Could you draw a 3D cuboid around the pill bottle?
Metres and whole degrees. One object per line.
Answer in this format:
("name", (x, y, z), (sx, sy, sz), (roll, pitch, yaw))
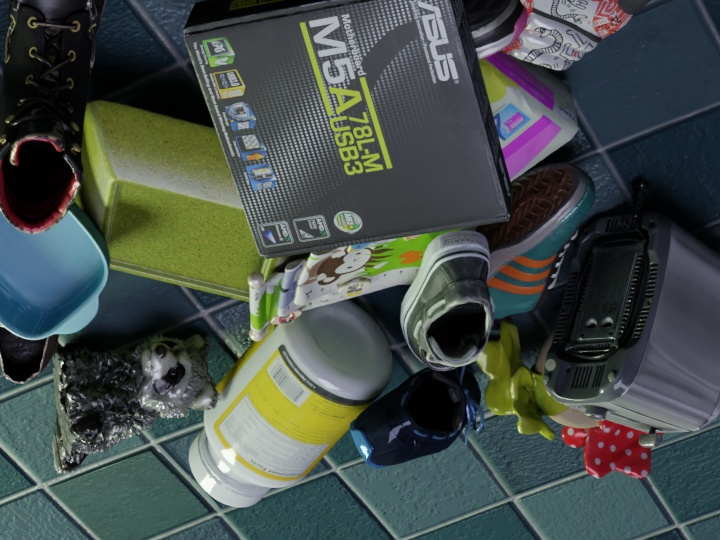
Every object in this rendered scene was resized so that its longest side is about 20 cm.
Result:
("pill bottle", (-0.067, 0.117, 1.807), (0.112, 0.112, 0.200), (22, 130, -24))

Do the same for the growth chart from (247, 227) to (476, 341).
("growth chart", (0.000, 0.000, 1.659), (0.199, 0.018, 0.145), (-16, 158, -3))

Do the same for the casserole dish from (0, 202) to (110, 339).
("casserole dish", (-0.276, -0.038, 1.628), (0.121, 0.039, 0.200), (-38, 99, 26))

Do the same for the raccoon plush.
("raccoon plush", (-0.201, 0.112, 1.839), (0.133, 0.097, 0.200), (-7, 167, -16))

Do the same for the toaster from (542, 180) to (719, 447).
("toaster", (0.242, 0.041, 1.727), (0.129, 0.201, 0.113), (27, 159, -33))

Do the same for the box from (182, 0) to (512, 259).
("box", (-0.006, -0.112, 1.480), (0.192, 0.048, 0.201), (-7, 123, 16))

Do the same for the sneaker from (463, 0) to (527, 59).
("sneaker", (0.021, -0.203, 1.491), (0.199, 0.074, 0.088), (11, 134, 21))

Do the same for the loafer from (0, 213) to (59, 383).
("loafer", (-0.274, 0.016, 1.715), (0.073, 0.071, 0.201), (-2, 133, -2))

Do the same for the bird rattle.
("bird rattle", (0.208, 0.100, 1.827), (0.199, 0.113, 0.163), (22, 113, -28))

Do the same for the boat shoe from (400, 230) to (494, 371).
("boat shoe", (0.069, 0.043, 1.678), (0.072, 0.071, 0.200), (-2, 153, -1))

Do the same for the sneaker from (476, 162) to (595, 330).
("sneaker", (0.139, -0.017, 1.723), (0.080, 0.072, 0.200), (23, 137, -26))

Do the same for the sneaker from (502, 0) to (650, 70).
("sneaker", (0.111, -0.219, 1.514), (0.201, 0.067, 0.108), (28, 125, -32))

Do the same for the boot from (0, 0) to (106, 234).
("boot", (-0.226, -0.139, 1.506), (0.073, 0.151, 0.201), (9, 134, -13))

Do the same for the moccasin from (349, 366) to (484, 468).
("moccasin", (0.066, 0.123, 1.779), (0.068, 0.200, 0.081), (-31, 91, 29))

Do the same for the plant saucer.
("plant saucer", (-0.129, -0.040, 1.631), (0.199, 0.048, 0.200), (14, 149, -5))

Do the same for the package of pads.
("package of pads", (0.045, -0.110, 1.617), (0.154, 0.068, 0.200), (33, 125, -32))
